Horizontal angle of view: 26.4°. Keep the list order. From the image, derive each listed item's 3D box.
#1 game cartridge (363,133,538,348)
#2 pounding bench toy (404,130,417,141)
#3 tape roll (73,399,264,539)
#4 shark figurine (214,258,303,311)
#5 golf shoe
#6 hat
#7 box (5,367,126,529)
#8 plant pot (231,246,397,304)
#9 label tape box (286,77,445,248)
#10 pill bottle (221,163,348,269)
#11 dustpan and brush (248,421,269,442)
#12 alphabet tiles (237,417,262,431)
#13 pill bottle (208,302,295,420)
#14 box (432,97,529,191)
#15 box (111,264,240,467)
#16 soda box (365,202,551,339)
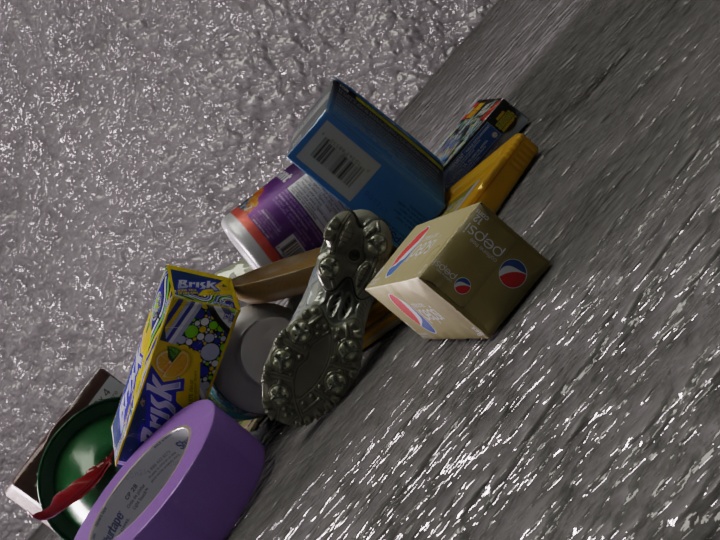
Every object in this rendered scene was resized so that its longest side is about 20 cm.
[{"bbox_3d":[0.070,-0.027,1.390,0.200,0.032,0.176,-55,7,-29],"label":"game cartridge"},{"bbox_3d":[-0.004,-0.080,1.821,0.156,0.124,0.200,-52,6,-16],"label":"pounding bench toy"},{"bbox_3d":[-0.177,0.215,1.392,0.200,0.066,0.200,-43,17,17],"label":"tape roll"},{"bbox_3d":[-0.086,0.031,1.767,0.128,0.090,0.214,-42,30,-9],"label":"shark figurine"},{"bbox_3d":[-0.024,0.042,1.345,0.097,0.078,0.200,-72,7,-83],"label":"golf shoe"},{"bbox_3d":[-0.237,0.230,1.580,0.200,0.166,0.176,-41,17,-20],"label":"hat"},{"bbox_3d":[-0.296,0.236,1.781,0.166,0.164,0.200,-54,6,-17],"label":"box"},{"bbox_3d":[-0.038,-0.003,1.525,0.200,0.028,0.200,-17,6,2],"label":"plant pot"},{"bbox_3d":[0.008,-0.108,1.483,0.066,0.143,0.200,-50,9,12],"label":"label tape box"},{"bbox_3d":[-0.043,-0.071,1.677,0.200,0.112,0.111,-38,4,-7],"label":"pill bottle"},{"bbox_3d":[-0.167,0.222,1.548,0.200,0.057,0.140,-56,-7,4],"label":"dustpan and brush"},{"bbox_3d":[-0.137,0.182,1.747,0.166,0.006,0.200,-48,6,16],"label":"alphabet tiles"},{"bbox_3d":[-0.106,0.093,1.559,0.111,0.111,0.200,-51,6,-17],"label":"pill bottle"},{"bbox_3d":[0.109,-0.122,1.652,0.137,0.040,0.200,-49,6,2],"label":"box"},{"bbox_3d":[-0.182,0.099,1.483,0.064,0.070,0.200,-112,39,-58],"label":"box"},{"bbox_3d":[0.063,0.004,1.080,0.068,0.064,0.200,-50,5,-8],"label":"soda box"}]
